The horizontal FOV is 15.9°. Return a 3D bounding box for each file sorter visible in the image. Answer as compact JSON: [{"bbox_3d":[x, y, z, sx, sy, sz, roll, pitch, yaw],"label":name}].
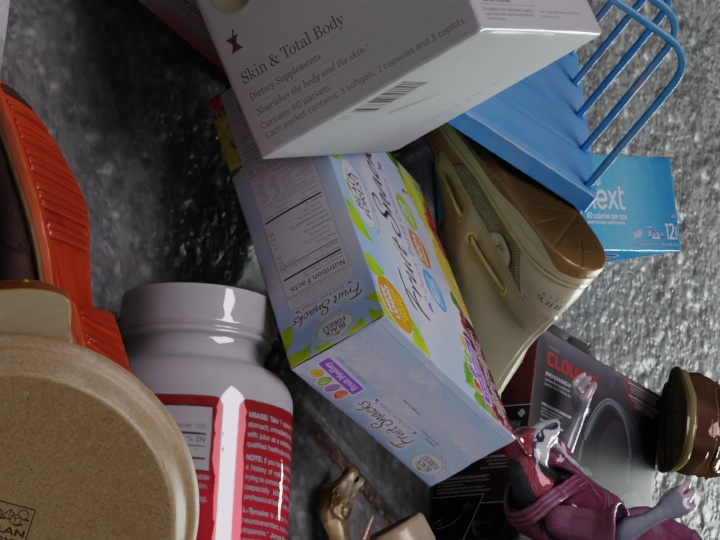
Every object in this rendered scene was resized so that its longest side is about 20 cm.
[{"bbox_3d":[0.113,-0.162,1.594,0.138,0.123,0.200,31,27,-16],"label":"file sorter"}]

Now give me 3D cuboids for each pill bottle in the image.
[{"bbox_3d":[-0.093,0.113,1.386,0.112,0.112,0.202,19,69,-48],"label":"pill bottle"}]

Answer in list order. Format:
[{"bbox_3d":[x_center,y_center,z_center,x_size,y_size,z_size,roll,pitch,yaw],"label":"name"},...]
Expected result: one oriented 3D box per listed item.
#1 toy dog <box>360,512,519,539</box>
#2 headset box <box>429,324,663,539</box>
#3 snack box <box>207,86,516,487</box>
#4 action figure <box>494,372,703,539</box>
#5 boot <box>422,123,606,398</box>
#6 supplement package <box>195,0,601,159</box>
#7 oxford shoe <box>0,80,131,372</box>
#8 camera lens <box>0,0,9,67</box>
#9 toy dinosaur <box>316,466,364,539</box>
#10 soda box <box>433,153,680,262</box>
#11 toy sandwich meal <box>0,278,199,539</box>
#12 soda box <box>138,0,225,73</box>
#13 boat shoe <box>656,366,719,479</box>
[{"bbox_3d":[0.032,0.189,1.412,0.132,0.096,0.200,50,24,-14],"label":"toy dog"},{"bbox_3d":[0.121,0.137,1.680,0.148,0.077,0.202,30,62,-45],"label":"headset box"},{"bbox_3d":[0.000,0.000,1.474,0.169,0.067,0.201,44,20,-49],"label":"snack box"},{"bbox_3d":[0.138,0.163,1.588,0.200,0.134,0.149,40,97,-23],"label":"action figure"},{"bbox_3d":[0.060,-0.010,1.608,0.072,0.156,0.200,8,35,-39],"label":"boot"},{"bbox_3d":[0.001,-0.183,1.390,0.150,0.151,0.201,-7,72,-60],"label":"supplement package"},{"bbox_3d":[-0.179,-0.004,1.338,0.071,0.072,0.201,36,35,-63],"label":"oxford shoe"},{"bbox_3d":[-0.242,-0.137,1.206,0.159,0.159,0.202,22,66,-47],"label":"camera lens"},{"bbox_3d":[0.000,0.215,1.517,0.101,0.058,0.201,43,27,-39],"label":"toy dinosaur"},{"bbox_3d":[0.135,-0.042,1.740,0.199,0.064,0.068,0,83,-52],"label":"soda box"},{"bbox_3d":[-0.175,0.105,1.267,0.070,0.204,0.206,-108,172,-68],"label":"toy sandwich meal"},{"bbox_3d":[-0.082,-0.174,1.485,0.200,0.068,0.064,38,47,-42],"label":"soda box"},{"bbox_3d":[0.238,0.107,1.763,0.200,0.067,0.073,41,57,-84],"label":"boat shoe"}]
